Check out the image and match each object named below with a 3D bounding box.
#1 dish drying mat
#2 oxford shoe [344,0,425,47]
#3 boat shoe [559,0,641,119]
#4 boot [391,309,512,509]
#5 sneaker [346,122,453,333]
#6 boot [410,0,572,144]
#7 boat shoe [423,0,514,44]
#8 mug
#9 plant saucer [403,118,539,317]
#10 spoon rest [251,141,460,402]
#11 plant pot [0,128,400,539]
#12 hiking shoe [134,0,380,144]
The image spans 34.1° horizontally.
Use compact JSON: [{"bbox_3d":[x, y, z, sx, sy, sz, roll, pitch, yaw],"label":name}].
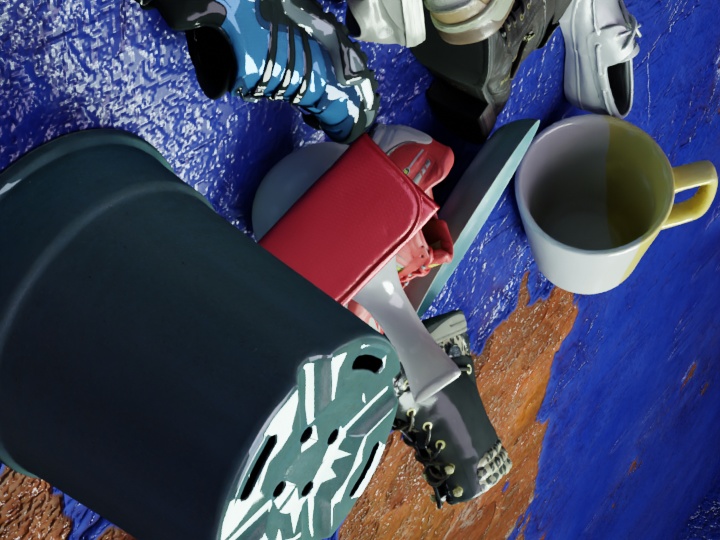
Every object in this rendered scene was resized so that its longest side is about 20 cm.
[{"bbox_3d":[-0.041,0.007,0.771,0.200,0.018,0.077,-45,113,8],"label":"dish drying mat"},{"bbox_3d":[0.002,-0.212,0.698,0.201,0.057,0.076,77,6,-51],"label":"oxford shoe"},{"bbox_3d":[0.225,-0.214,1.079,0.072,0.068,0.201,-47,150,-26],"label":"boat shoe"},{"bbox_3d":[0.045,0.134,0.986,0.203,0.073,0.155,-26,95,-45],"label":"boot"},{"bbox_3d":[0.026,-0.010,0.878,0.077,0.084,0.202,-66,168,-56],"label":"sneaker"},{"bbox_3d":[0.114,-0.208,0.900,0.175,0.069,0.200,-55,163,-14],"label":"boot"},{"bbox_3d":[0.084,-0.247,0.766,0.076,0.071,0.202,49,47,-44],"label":"boat shoe"},{"bbox_3d":[0.244,-0.046,1.164,0.154,0.184,0.151,76,34,-65],"label":"mug"},{"bbox_3d":[0.086,-0.045,0.980,0.201,0.027,0.200,-56,173,-10],"label":"plant saucer"},{"bbox_3d":[0.000,0.000,0.820,0.099,0.061,0.201,-32,114,2],"label":"spoon rest"},{"bbox_3d":[-0.096,0.057,0.624,0.200,0.195,0.202,-42,148,-34],"label":"plant pot"},{"bbox_3d":[-0.058,-0.127,0.672,0.087,0.074,0.200,-49,142,-7],"label":"hiking shoe"}]
